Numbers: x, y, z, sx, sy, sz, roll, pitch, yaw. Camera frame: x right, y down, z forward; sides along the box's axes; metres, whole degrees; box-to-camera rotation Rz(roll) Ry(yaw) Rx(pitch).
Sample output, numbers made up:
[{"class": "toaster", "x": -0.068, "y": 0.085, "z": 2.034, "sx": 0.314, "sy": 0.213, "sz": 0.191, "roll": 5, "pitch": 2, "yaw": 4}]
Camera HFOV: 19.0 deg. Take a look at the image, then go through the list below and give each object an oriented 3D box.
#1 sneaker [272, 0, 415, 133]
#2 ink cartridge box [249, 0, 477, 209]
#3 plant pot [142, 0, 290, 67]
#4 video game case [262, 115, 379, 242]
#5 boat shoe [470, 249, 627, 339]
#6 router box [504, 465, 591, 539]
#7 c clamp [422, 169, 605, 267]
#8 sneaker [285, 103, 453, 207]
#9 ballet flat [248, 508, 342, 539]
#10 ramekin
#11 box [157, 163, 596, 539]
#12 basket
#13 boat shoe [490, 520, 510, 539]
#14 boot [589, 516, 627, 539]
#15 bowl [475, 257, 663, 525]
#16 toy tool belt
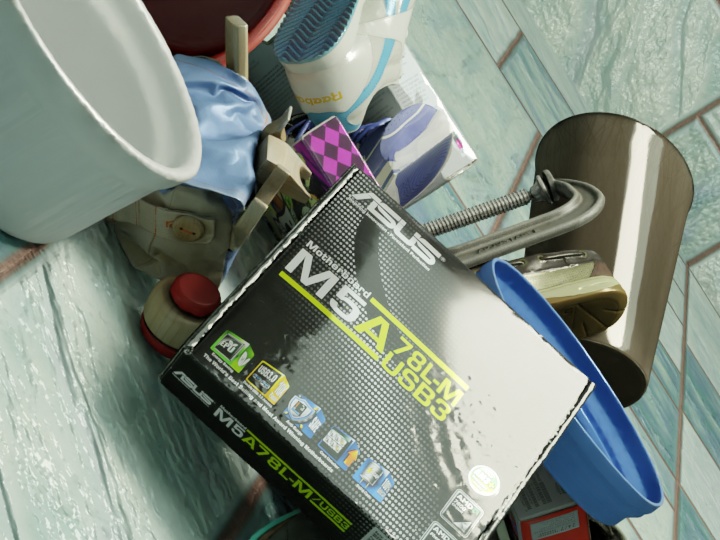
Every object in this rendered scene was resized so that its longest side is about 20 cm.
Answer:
[{"class": "sneaker", "x": 0.001, "y": -0.178, "z": 1.531, "sx": 0.200, "sy": 0.076, "sz": 0.081, "roll": -58, "pitch": 138, "yaw": -41}, {"class": "ink cartridge box", "x": -0.015, "y": -0.133, "z": 1.662, "sx": 0.201, "sy": 0.043, "sz": 0.196, "roll": 59, "pitch": -28, "yaw": -1}, {"class": "plant pot", "x": -0.121, "y": -0.219, "z": 1.453, "sx": 0.201, "sy": 0.200, "sz": 0.177, "roll": 59, "pitch": 5, "yaw": 2}, {"class": "video game case", "x": 0.000, "y": 0.000, "z": 1.518, "sx": 0.201, "sy": 0.036, "sz": 0.181, "roll": 59, "pitch": -18, "yaw": -2}, {"class": "boat shoe", "x": 0.104, "y": 0.026, "z": 1.653, "sx": 0.073, "sy": 0.199, "sz": 0.065, "roll": 102, "pitch": -24, "yaw": -43}, {"class": "router box", "x": 0.113, "y": 0.158, "z": 1.555, "sx": 0.200, "sy": 0.049, "sz": 0.180, "roll": -113, "pitch": -172, "yaw": -45}, {"class": "c clamp", "x": 0.092, "y": -0.040, "z": 1.705, "sx": 0.171, "sy": 0.199, "sz": 0.027, "roll": -101, "pitch": 173, "yaw": -73}, {"class": "sneaker", "x": -0.015, "y": -0.080, "z": 1.588, "sx": 0.115, "sy": 0.080, "sz": 0.199, "roll": 51, "pitch": -27, "yaw": 7}, {"class": "ballet flat", "x": 0.012, "y": 0.147, "z": 1.242, "sx": 0.068, "sy": 0.068, "sz": 0.200, "roll": 35, "pitch": 43, "yaw": 21}, {"class": "ramekin", "x": -0.184, "y": -0.112, "z": 1.190, "sx": 0.201, "sy": 0.097, "sz": 0.201, "roll": 52, "pitch": 17, "yaw": -23}, {"class": "box", "x": 0.014, "y": 0.064, "z": 1.228, "sx": 0.200, "sy": 0.048, "sz": 0.193, "roll": 43, "pitch": 50, "yaw": 0}, {"class": "basket", "x": 0.195, "y": 0.004, "z": 1.776, "sx": 0.181, "sy": 0.135, "sz": 0.201, "roll": 70, "pitch": 28, "yaw": -53}, {"class": "boat shoe", "x": 0.079, "y": 0.207, "z": 1.474, "sx": 0.072, "sy": 0.060, "sz": 0.202, "roll": 80, "pitch": -9, "yaw": -57}, {"class": "boot", "x": 0.155, "y": 0.180, "z": 1.705, "sx": 0.182, "sy": 0.072, "sz": 0.200, "roll": 58, "pitch": 6, "yaw": -4}, {"class": "bowl", "x": 0.132, "y": 0.084, "z": 1.451, "sx": 0.201, "sy": 0.039, "sz": 0.201, "roll": 51, "pitch": 13, "yaw": -17}, {"class": "toy tool belt", "x": -0.093, "y": -0.056, "z": 1.294, "sx": 0.124, "sy": 0.123, "sz": 0.201, "roll": 16, "pitch": 39, "yaw": -20}]
